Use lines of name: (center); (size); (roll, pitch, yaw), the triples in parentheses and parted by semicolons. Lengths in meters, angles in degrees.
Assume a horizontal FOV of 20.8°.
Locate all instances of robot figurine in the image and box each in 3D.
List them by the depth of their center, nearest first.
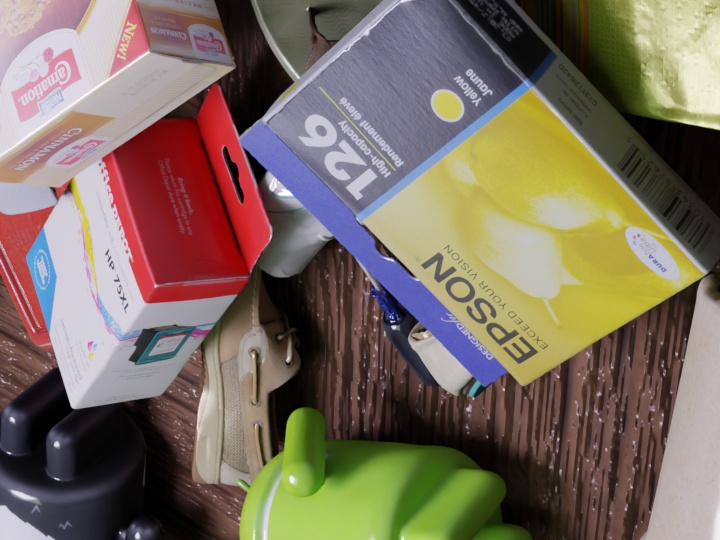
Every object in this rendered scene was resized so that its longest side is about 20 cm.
robot figurine: (0.007, 0.165, 1.226); (0.200, 0.116, 0.176); (-1, 126, 44)
robot figurine: (-0.221, 0.171, 1.441); (0.150, 0.124, 0.200); (-118, 28, -47)

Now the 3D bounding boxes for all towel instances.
towel: (0.129, -0.111, 0.926); (0.200, 0.018, 0.086); (16, 126, 37)

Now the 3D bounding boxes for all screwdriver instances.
screwdriver: (0.000, 0.000, 1.141); (0.029, 0.028, 0.200); (-33, 125, 10)

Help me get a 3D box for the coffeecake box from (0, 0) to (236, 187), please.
coffeecake box: (-0.172, -0.171, 1.109); (0.153, 0.073, 0.200); (-30, 71, 33)

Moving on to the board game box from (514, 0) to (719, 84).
board game box: (0.118, -0.191, 0.942); (0.200, 0.056, 0.196); (5, 118, 42)

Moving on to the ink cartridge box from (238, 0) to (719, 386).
ink cartridge box: (0.049, -0.036, 0.992); (0.198, 0.047, 0.200); (45, 133, -7)

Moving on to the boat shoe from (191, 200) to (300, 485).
boat shoe: (-0.069, 0.049, 1.275); (0.064, 0.071, 0.201); (8, 117, 0)

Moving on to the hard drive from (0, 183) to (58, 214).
hard drive: (-0.254, -0.130, 1.227); (0.200, 0.042, 0.135); (63, 176, -16)

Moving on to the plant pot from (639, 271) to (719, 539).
plant pot: (0.223, 0.094, 0.941); (0.200, 0.200, 0.184); (15, 113, 37)

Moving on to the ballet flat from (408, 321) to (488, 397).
ballet flat: (0.087, 0.004, 1.087); (0.070, 0.069, 0.200); (50, 138, 8)

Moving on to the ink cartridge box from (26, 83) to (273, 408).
ink cartridge box: (-0.132, -0.013, 1.201); (0.200, 0.067, 0.116); (-51, 53, 49)

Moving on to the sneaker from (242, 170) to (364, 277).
sneaker: (-0.007, -0.051, 1.142); (0.080, 0.070, 0.200); (43, 137, 11)

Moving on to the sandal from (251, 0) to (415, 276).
sandal: (0.009, -0.088, 1.047); (0.080, 0.057, 0.201); (-28, 96, 15)

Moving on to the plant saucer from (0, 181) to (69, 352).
plant saucer: (-0.205, -0.033, 1.368); (0.199, 0.037, 0.200); (-11, 107, 47)
